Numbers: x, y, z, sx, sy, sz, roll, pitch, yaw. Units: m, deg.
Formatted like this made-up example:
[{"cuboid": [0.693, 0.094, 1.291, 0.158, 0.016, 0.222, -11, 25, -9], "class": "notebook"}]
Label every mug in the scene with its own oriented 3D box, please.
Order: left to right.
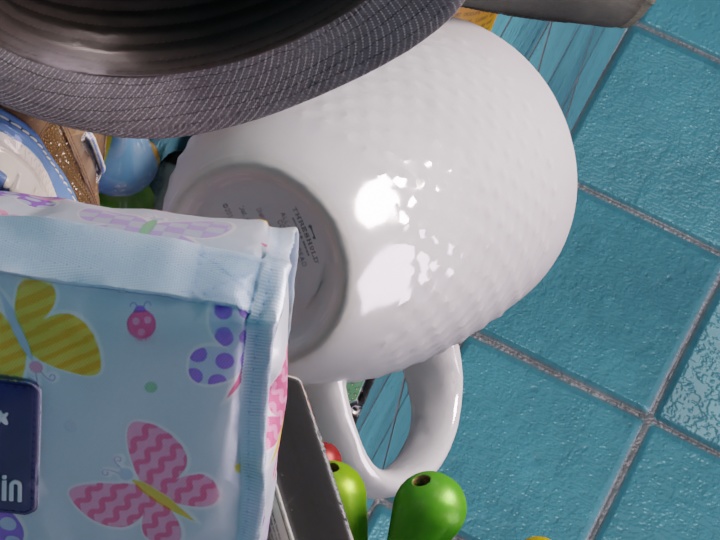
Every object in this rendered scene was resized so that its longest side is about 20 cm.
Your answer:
[{"cuboid": [0.000, 0.000, 1.177, 0.175, 0.147, 0.201, -30, 111, -60], "class": "mug"}]

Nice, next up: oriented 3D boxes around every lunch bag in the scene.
[{"cuboid": [-0.108, 0.040, 0.831, 0.200, 0.169, 0.127, 101, -3, -64], "class": "lunch bag"}]

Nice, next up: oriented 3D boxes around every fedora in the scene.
[{"cuboid": [-0.059, -0.124, 0.800, 0.177, 0.091, 0.200, -25, 156, 21], "class": "fedora"}]

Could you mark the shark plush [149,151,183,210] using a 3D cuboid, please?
[{"cuboid": [-0.093, 0.040, 1.290, 0.200, 0.091, 0.083, -57, 166, -29], "class": "shark plush"}]

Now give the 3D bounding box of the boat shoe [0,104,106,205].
[{"cuboid": [-0.115, -0.042, 0.939, 0.200, 0.072, 0.073, 99, 10, -78], "class": "boat shoe"}]

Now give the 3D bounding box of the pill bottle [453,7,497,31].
[{"cuboid": [0.014, -0.141, 1.292, 0.111, 0.111, 0.200, -52, 166, -58], "class": "pill bottle"}]

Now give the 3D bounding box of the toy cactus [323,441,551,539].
[{"cuboid": [-0.002, 0.149, 0.979, 0.200, 0.102, 0.165, 28, -89, 54], "class": "toy cactus"}]

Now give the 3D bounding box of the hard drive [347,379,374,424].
[{"cuboid": [-0.049, 0.023, 1.412, 0.038, 0.139, 0.200, 57, -47, 50], "class": "hard drive"}]

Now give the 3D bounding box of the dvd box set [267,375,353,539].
[{"cuboid": [-0.063, 0.154, 0.975, 0.200, 0.029, 0.146, -58, -149, 27], "class": "dvd box set"}]

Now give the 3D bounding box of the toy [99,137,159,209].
[{"cuboid": [-0.081, -0.093, 1.091, 0.200, 0.047, 0.115, 109, 8, -46], "class": "toy"}]

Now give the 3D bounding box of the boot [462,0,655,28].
[{"cuboid": [0.053, -0.178, 1.163, 0.182, 0.199, 0.073, 110, -24, -45], "class": "boot"}]
